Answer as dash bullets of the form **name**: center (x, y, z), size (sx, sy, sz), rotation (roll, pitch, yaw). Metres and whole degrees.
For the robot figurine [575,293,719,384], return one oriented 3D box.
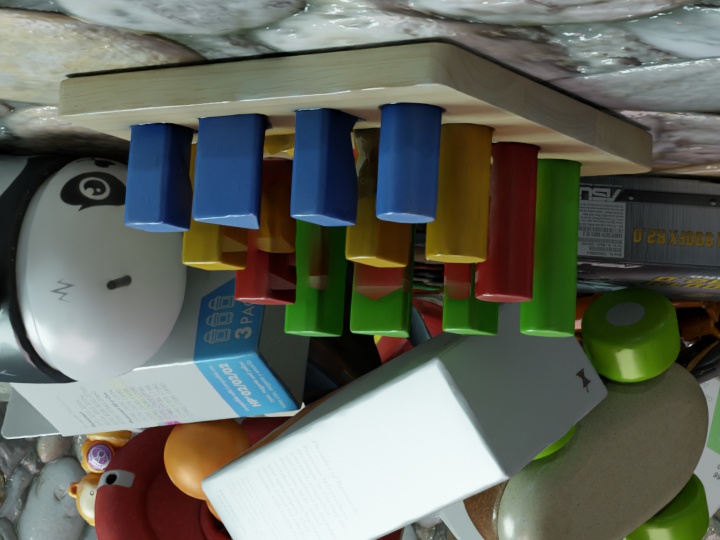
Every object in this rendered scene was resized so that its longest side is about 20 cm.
- **robot figurine**: center (0.158, 0.033, 1.231), size (0.199, 0.058, 0.145), rotation (-14, -150, 27)

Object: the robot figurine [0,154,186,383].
- **robot figurine**: center (-0.191, -0.003, 1.044), size (0.199, 0.151, 0.125), rotation (1, 146, 25)

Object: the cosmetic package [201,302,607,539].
- **cosmetic package**: center (0.019, 0.088, 1.004), size (0.200, 0.072, 0.101), rotation (-31, -179, 42)

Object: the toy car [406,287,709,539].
- **toy car**: center (0.092, 0.085, 1.156), size (0.157, 0.165, 0.200), rotation (-33, -143, -24)

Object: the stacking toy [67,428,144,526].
- **stacking toy**: center (-0.158, 0.065, 1.244), size (0.115, 0.202, 0.110), rotation (9, 173, -13)

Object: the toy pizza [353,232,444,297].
- **toy pizza**: center (0.000, 0.000, 1.305), size (0.199, 0.032, 0.200), rotation (3, 173, 0)

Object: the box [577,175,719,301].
- **box**: center (0.181, -0.015, 1.082), size (0.198, 0.049, 0.158), rotation (4, 173, -6)

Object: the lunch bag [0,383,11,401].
- **lunch bag**: center (-0.274, 0.044, 1.491), size (0.163, 0.119, 0.200), rotation (1, 178, 16)

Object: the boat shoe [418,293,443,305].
- **boat shoe**: center (0.002, 0.031, 1.456), size (0.199, 0.070, 0.071), rotation (2, 177, 19)

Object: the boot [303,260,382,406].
- **boot**: center (-0.003, 0.052, 1.214), size (0.074, 0.098, 0.200), rotation (-4, 150, 29)

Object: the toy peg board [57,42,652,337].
- **toy peg board**: center (0.000, -0.026, 0.863), size (0.199, 0.099, 0.199), rotation (-2, 172, 33)

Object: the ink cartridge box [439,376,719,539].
- **ink cartridge box**: center (0.173, 0.136, 1.339), size (0.145, 0.200, 0.084), rotation (30, -168, -31)

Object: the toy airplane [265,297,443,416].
- **toy airplane**: center (0.000, 0.093, 1.383), size (0.198, 0.142, 0.200), rotation (-13, 139, 15)

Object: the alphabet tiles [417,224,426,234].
- **alphabet tiles**: center (-0.009, -0.020, 1.304), size (0.198, 0.006, 0.166), rotation (1, 174, 15)

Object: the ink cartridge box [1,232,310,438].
- **ink cartridge box**: center (-0.130, 0.027, 1.122), size (0.199, 0.116, 0.068), rotation (-8, 145, 21)

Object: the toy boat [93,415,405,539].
- **toy boat**: center (-0.075, 0.130, 1.152), size (0.199, 0.131, 0.131), rotation (-4, 142, 28)
